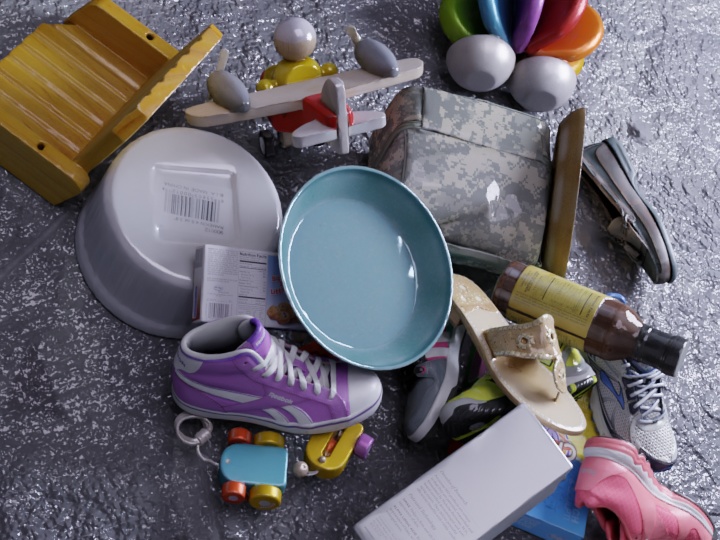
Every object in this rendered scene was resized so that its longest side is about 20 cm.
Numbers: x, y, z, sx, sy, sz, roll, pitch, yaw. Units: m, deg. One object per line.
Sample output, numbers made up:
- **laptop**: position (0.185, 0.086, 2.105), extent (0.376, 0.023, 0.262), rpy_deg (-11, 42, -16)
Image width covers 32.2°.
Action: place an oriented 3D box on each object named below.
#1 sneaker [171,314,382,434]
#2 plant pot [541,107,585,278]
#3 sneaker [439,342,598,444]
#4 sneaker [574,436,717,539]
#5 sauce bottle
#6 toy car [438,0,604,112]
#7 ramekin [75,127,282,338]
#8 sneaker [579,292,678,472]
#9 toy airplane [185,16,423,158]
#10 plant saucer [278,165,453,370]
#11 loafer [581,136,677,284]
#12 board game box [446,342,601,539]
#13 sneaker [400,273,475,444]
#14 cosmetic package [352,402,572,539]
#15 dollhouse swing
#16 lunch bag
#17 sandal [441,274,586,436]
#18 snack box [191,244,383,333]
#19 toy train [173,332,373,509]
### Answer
- **sneaker**: position (-0.071, 0.092, 1.144), extent (0.200, 0.114, 0.073), rpy_deg (2, 52, -11)
- **plant pot**: position (0.222, -0.081, 1.379), extent (0.027, 0.200, 0.201), rpy_deg (7, 59, 7)
- **sneaker**: position (0.150, 0.118, 1.264), extent (0.199, 0.075, 0.077), rpy_deg (-12, 62, -40)
- **sneaker**: position (0.286, 0.257, 1.287), extent (0.200, 0.074, 0.087), rpy_deg (41, 63, -21)
- **sauce bottle**: position (0.233, 0.053, 1.271), extent (0.199, 0.065, 0.065), rpy_deg (25, 53, 21)
- **toy car**: position (0.198, -0.302, 1.500), extent (0.199, 0.150, 0.176), rpy_deg (16, 59, -16)
- **ramekin**: position (-0.173, -0.043, 1.231), extent (0.200, 0.098, 0.201), rpy_deg (11, 60, -19)
- **sneaker**: position (0.281, 0.114, 1.309), extent (0.077, 0.085, 0.201), rpy_deg (-16, 72, -30)
- **toy airplane**: position (-0.056, -0.189, 1.278), extent (0.200, 0.198, 0.142), rpy_deg (-32, 114, -62)
- **plant saucer**: position (0.000, 0.000, 1.199), extent (0.199, 0.036, 0.201), rpy_deg (10, 71, -31)
- **loafer**: position (0.310, -0.065, 1.486), extent (0.063, 0.072, 0.201), rpy_deg (-15, 63, -9)
- **board game box**: position (0.175, 0.168, 1.310), extent (0.153, 0.040, 0.201), rpy_deg (23, 57, -11)
- **sneaker**: position (0.044, 0.069, 1.276), extent (0.120, 0.084, 0.201), rpy_deg (25, 53, -13)
- **cosmetic package**: position (0.093, 0.221, 1.164), extent (0.200, 0.113, 0.081), rpy_deg (-35, 73, -15)
- **dollhouse swing**: position (-0.265, -0.197, 1.225), extent (0.182, 0.176, 0.200), rpy_deg (37, 57, -2)
- **lunch bag**: position (0.102, -0.085, 1.348), extent (0.199, 0.139, 0.168), rpy_deg (15, 53, -18)
- **sandal**: position (0.154, 0.062, 1.211), extent (0.077, 0.070, 0.212), rpy_deg (-6, 45, -43)
- **snack box**: position (-0.065, 0.022, 1.190), extent (0.199, 0.024, 0.072), rpy_deg (7, 80, -33)
- **toy train**: position (-0.074, 0.151, 1.205), extent (0.200, 0.056, 0.150), rpy_deg (-28, 63, -28)
